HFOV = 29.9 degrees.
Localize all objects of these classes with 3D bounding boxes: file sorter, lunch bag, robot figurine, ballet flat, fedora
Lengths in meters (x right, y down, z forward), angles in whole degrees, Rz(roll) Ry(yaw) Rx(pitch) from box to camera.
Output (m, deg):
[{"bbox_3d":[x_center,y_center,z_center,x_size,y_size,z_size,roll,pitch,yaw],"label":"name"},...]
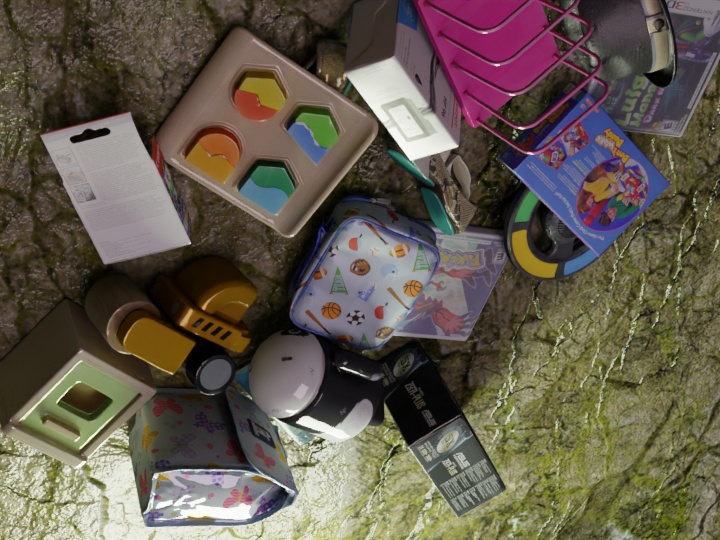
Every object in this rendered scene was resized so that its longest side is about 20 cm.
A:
[{"bbox_3d":[0.176,-0.248,1.489,0.139,0.125,0.200,-40,135,-9],"label":"file sorter"},{"bbox_3d":[0.000,0.000,1.720,0.160,0.076,0.200,22,119,-17],"label":"lunch bag"},{"bbox_3d":[-0.055,0.150,1.774,0.200,0.125,0.150,27,101,-40],"label":"robot figurine"},{"bbox_3d":[-0.192,0.240,1.773,0.200,0.170,0.127,5,124,-20],"label":"lunch bag"},{"bbox_3d":[-0.062,-0.181,1.572,0.071,0.071,0.200,9,123,-30],"label":"ballet flat"},{"bbox_3d":[0.096,-0.123,1.696,0.075,0.068,0.200,-50,139,-10],"label":"ballet flat"},{"bbox_3d":[0.288,-0.289,1.560,0.092,0.201,0.201,-24,133,-2],"label":"fedora"}]

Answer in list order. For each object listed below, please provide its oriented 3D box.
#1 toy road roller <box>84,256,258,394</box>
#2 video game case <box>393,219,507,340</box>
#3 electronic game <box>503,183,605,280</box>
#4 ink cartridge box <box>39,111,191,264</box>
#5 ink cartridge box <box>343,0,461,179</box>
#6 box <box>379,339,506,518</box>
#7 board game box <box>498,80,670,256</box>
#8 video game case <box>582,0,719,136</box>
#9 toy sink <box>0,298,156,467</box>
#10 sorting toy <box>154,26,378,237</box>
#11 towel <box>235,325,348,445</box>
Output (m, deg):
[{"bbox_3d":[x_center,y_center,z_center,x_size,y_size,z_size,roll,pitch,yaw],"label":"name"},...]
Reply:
[{"bbox_3d":[-0.218,0.044,1.645,0.200,0.123,0.146,29,96,-40],"label":"toy road roller"},{"bbox_3d":[0.092,0.015,1.826,0.200,0.023,0.182,5,124,-29],"label":"video game case"},{"bbox_3d":[0.279,-0.074,1.813,0.200,0.042,0.200,-15,127,-21],"label":"electronic game"},{"bbox_3d":[-0.273,-0.102,1.525,0.109,0.050,0.200,-13,132,6],"label":"ink cartridge box"},{"bbox_3d":[0.062,-0.211,1.552,0.068,0.116,0.200,-14,139,26],"label":"ink cartridge box"},{"bbox_3d":[0.109,0.224,1.909,0.086,0.164,0.200,-31,133,2],"label":"box"},{"bbox_3d":[0.289,-0.128,1.733,0.134,0.045,0.200,-46,124,6],"label":"board game box"},{"bbox_3d":[0.378,-0.267,1.728,0.182,0.023,0.200,3,125,-27],"label":"video game case"},{"bbox_3d":[-0.372,0.158,1.665,0.200,0.112,0.130,-42,132,12],"label":"toy sink"},{"bbox_3d":[-0.109,-0.150,1.531,0.200,0.036,0.185,34,114,-16],"label":"sorting toy"},{"bbox_3d":[-0.074,0.152,1.864,0.147,0.022,0.200,-33,134,3],"label":"towel"}]
